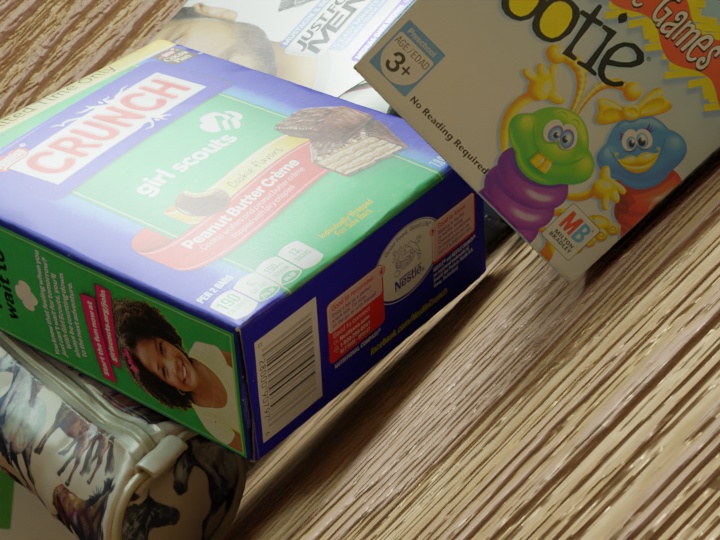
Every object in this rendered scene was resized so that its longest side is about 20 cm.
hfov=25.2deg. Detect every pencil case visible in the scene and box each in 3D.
[{"bbox_3d":[-0.134,0.068,0.733,0.078,0.089,0.200,-43,45,-19],"label":"pencil case"}]

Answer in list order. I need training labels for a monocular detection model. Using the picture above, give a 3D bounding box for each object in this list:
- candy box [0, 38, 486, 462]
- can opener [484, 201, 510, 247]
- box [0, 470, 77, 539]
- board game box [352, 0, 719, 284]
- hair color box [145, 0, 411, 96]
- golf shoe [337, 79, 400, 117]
[{"bbox_3d":[-0.071,-0.021,0.720,0.169,0.200,0.077,-38,-43,-40],"label":"candy box"},{"bbox_3d":[0.048,-0.031,0.790,0.200,0.053,0.066,-42,5,43],"label":"can opener"},{"bbox_3d":[-0.194,0.062,0.925,0.200,0.171,0.199,151,124,-77],"label":"box"},{"bbox_3d":[0.083,-0.087,0.594,0.103,0.105,0.200,-44,2,16],"label":"board game box"},{"bbox_3d":[-0.043,-0.126,1.009,0.200,0.065,0.109,13,55,42],"label":"hair color box"},{"bbox_3d":[0.048,-0.087,0.834,0.200,0.077,0.088,-27,-6,-6],"label":"golf shoe"}]
